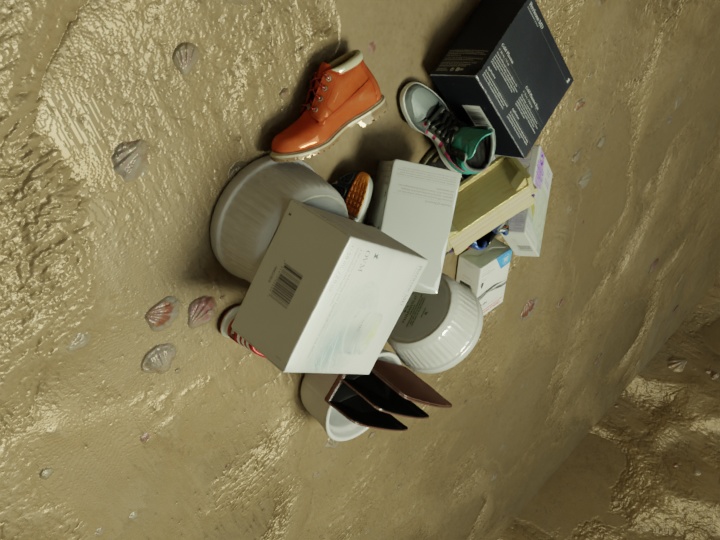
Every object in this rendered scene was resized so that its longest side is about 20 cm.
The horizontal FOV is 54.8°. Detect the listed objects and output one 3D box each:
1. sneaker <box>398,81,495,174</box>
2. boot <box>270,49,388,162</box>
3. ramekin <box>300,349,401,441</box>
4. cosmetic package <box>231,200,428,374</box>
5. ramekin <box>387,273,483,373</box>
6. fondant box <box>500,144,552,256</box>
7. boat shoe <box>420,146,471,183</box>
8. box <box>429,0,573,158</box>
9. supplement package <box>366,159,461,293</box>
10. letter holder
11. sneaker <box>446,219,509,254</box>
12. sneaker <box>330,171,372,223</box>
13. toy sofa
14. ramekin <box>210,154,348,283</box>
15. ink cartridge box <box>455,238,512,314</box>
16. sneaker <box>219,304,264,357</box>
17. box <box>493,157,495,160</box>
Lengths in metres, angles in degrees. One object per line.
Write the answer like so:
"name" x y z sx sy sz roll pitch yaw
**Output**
"sneaker" 0.153 -0.228 1.142 0.200 0.121 0.084 42 82 -31
"boot" -0.058 -0.233 0.985 0.200 0.075 0.107 -38 127 -22
"ramekin" -0.022 0.222 1.353 0.200 0.098 0.201 -30 137 -33
"cosmetic package" -0.038 0.032 0.980 0.200 0.123 0.200 12 108 -55
"ramekin" 0.130 0.092 1.357 0.202 0.202 0.094 -53 133 -5
"fondant box" 0.355 -0.147 1.480 0.144 0.058 0.200 36 62 -58
"boat shoe" 0.168 -0.196 1.271 0.200 0.073 0.074 -57 145 0
"box" 0.244 -0.326 1.177 0.182 0.104 0.200 -55 131 -13
"supplement package" 0.077 -0.074 1.147 0.117 0.117 0.200 9 95 -12
"letter holder" 0.059 0.240 1.255 0.200 0.142 0.101 25 97 -55
"sneaker" 0.209 -0.070 1.357 0.075 0.079 0.200 5 154 -38
"sneaker" -0.023 -0.075 1.150 0.092 0.076 0.200 -13 134 -54
"toy sofa" 0.215 -0.123 1.265 0.200 0.083 0.098 -34 151 6
"ramekin" -0.109 -0.059 1.018 0.200 0.105 0.200 -30 137 -33
"ink cartridge box" 0.275 0.037 1.591 0.116 0.068 0.200 -30 138 -33
"sneaker" -0.118 0.103 1.125 0.200 0.115 0.078 -11 126 -45
"box" 0.250 -0.146 1.433 0.122 0.048 0.200 -53 145 -7
